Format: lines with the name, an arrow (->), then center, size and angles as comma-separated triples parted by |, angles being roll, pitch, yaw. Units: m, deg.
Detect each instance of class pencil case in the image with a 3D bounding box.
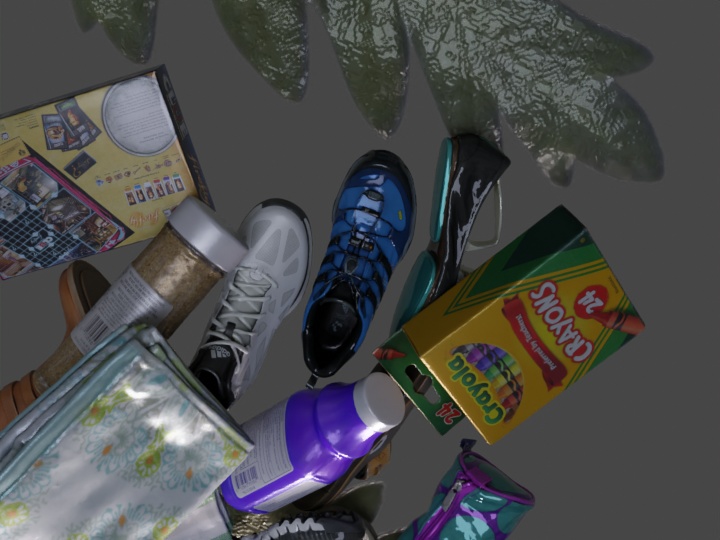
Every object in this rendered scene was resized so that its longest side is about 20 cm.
pencil case -> 0.068, 0.258, 0.988 | 0.092, 0.085, 0.201 | 25, 106, -41

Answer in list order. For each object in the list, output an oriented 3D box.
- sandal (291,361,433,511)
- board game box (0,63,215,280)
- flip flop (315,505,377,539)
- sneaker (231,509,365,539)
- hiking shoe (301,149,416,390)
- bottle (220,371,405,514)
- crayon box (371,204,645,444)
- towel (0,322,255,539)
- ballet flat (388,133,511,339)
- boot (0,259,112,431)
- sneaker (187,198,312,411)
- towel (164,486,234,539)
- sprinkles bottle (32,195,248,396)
sandal -> 0.006, 0.148, 0.980 | 0.054, 0.082, 0.200 | 31, 107, -34
board game box -> -0.240, -0.082, 0.927 | 0.198, 0.035, 0.137 | -14, 108, 10
flip flop -> -0.046, 0.314, 1.043 | 0.081, 0.058, 0.201 | 30, 110, -6
sneaker -> -0.067, 0.275, 0.988 | 0.199, 0.066, 0.091 | -24, 69, 35
hiking shoe -> 0.000, 0.000, 0.909 | 0.074, 0.087, 0.202 | 15, 111, -1
bottle -> -0.044, 0.146, 0.937 | 0.065, 0.084, 0.199 | 21, 140, -36
crayon box -> 0.125, 0.057, 0.898 | 0.199, 0.051, 0.127 | -38, 123, 4
towel -> -0.195, 0.155, 0.841 | 0.200, 0.048, 0.172 | -42, 130, -9
ballet flat -> 0.080, -0.014, 0.910 | 0.068, 0.068, 0.202 | 12, 111, -10
boot -> -0.277, 0.099, 0.980 | 0.153, 0.074, 0.202 | -12, 104, 16
sneaker -> -0.096, 0.044, 0.918 | 0.075, 0.116, 0.202 | 21, 111, -3
towel -> -0.190, 0.199, 0.917 | 0.149, 0.031, 0.201 | -33, 131, -25
sprinkles bottle -> -0.180, 0.034, 0.885 | 0.068, 0.068, 0.200 | 41, 91, -10
